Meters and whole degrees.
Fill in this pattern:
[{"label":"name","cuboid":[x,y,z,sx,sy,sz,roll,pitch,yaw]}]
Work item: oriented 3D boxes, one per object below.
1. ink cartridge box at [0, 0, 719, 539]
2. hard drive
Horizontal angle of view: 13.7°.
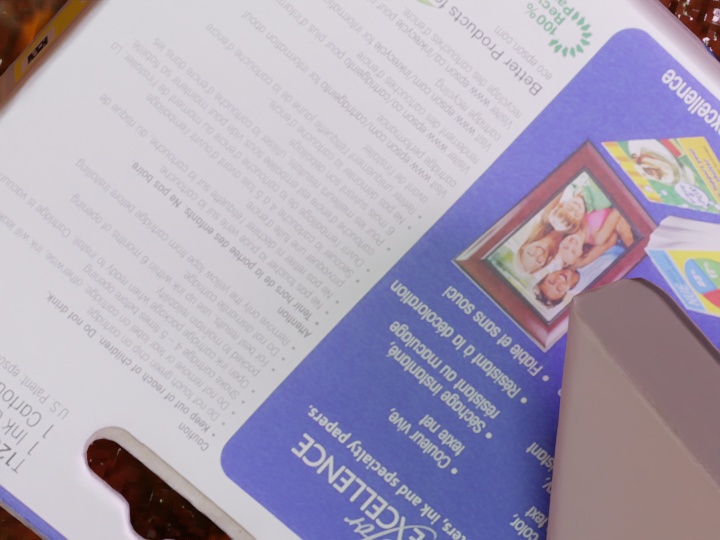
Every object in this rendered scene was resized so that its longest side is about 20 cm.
[{"label":"ink cartridge box","cuboid":[0.000,0.000,0.746,0.197,0.047,0.200,41,101,-16]},{"label":"hard drive","cuboid":[0.082,0.119,0.708,0.027,0.132,0.201,-16,132,-21]}]
